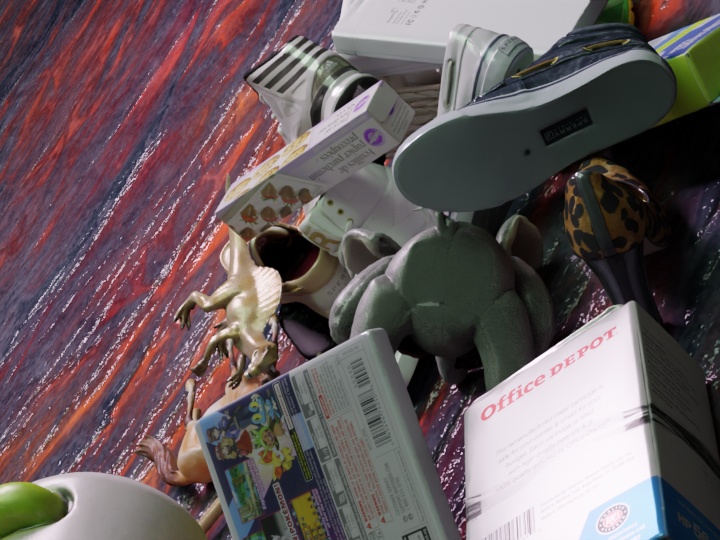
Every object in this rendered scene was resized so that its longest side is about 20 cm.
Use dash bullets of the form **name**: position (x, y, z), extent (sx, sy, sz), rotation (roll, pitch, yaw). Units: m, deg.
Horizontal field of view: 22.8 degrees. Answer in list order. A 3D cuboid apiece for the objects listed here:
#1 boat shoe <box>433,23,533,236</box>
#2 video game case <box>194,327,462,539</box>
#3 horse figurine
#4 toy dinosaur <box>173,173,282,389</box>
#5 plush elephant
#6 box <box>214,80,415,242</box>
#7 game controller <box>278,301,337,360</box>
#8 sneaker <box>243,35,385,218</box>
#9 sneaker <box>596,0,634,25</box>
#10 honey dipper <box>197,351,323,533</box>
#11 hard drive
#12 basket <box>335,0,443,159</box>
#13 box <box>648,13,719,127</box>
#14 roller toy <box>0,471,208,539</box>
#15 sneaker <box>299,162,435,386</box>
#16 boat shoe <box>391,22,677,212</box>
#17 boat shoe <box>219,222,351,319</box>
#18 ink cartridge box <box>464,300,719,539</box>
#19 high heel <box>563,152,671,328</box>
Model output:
- **boat shoe**: position (0.087, -0.103, 1.388), extent (0.066, 0.202, 0.073), rotation (30, 40, 25)
- **video game case**: position (-0.018, 0.165, 1.222), extent (0.181, 0.023, 0.202), rotation (-29, 77, 36)
- **horse figurine**: position (-0.120, 0.123, 1.530), extent (0.200, 0.050, 0.133), rotation (-48, 28, 26)
- **toy dinosaur**: position (-0.102, 0.027, 1.484), extent (0.101, 0.058, 0.201), rotation (-39, 46, 28)
- **plush elephant**: position (0.063, 0.021, 1.302), extent (0.163, 0.155, 0.202), rotation (0, 83, 9)
- **box**: position (-0.039, -0.083, 1.401), extent (0.199, 0.039, 0.042), rotation (-30, 26, 44)
- **game controller**: position (0.010, -0.010, 1.528), extent (0.200, 0.042, 0.104), rotation (-49, 26, 4)
- **sneaker**: position (-0.041, -0.123, 1.516), extent (0.075, 0.201, 0.115), rotation (-35, 63, -27)
- **sneaker**: position (0.167, -0.183, 1.461), extent (0.074, 0.083, 0.201), rotation (-21, 37, 45)
- **honey dipper**: position (-0.082, 0.155, 1.468), extent (0.201, 0.038, 0.038), rotation (-52, 26, 5)
- **hard drive**: position (0.093, -0.212, 1.445), extent (0.198, 0.027, 0.132), rotation (9, 45, 27)
- **basket**: position (0.062, -0.202, 1.561), extent (0.134, 0.124, 0.201), rotation (-5, 40, 12)
- **box**: position (0.219, -0.138, 1.315), extent (0.199, 0.048, 0.122), rotation (-19, 12, 47)
- **roller toy**: position (-0.204, 0.260, 1.356), extent (0.140, 0.198, 0.184), rotation (-82, 6, -48)
- **sneaker**: position (0.000, 0.000, 1.416), extent (0.074, 0.114, 0.202), rotation (126, 157, -54)
- **boat shoe**: position (0.115, -0.105, 1.222), extent (0.198, 0.071, 0.091), rotation (-20, 25, 6)
- **boat shoe**: position (-0.067, -0.011, 1.525), extent (0.199, 0.069, 0.074), rotation (12, 68, 53)
- **ink cartridge box**: position (0.141, 0.138, 1.079), extent (0.146, 0.084, 0.201), rotation (-36, 29, 27)
- **high heel**: position (0.165, -0.059, 1.226), extent (0.071, 0.143, 0.201), rotation (-19, 38, 10)
